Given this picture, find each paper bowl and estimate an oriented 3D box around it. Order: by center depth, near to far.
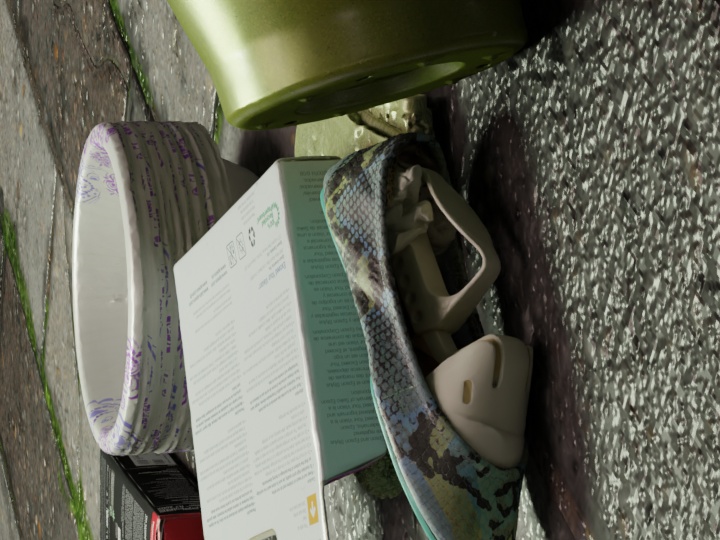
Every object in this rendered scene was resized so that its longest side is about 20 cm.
[{"bbox_3d":[-0.109,0.009,1.268,0.201,0.104,0.201,177,90,-72],"label":"paper bowl"}]

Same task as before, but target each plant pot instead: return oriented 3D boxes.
[{"bbox_3d":[-0.017,-0.165,0.868,0.200,0.200,0.193,160,94,-71],"label":"plant pot"}]

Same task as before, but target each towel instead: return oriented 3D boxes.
[{"bbox_3d":[0.000,0.000,1.043,0.148,0.036,0.200,-140,51,-65],"label":"towel"}]

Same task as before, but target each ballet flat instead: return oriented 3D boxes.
[{"bbox_3d":[0.036,0.027,0.891,0.074,0.074,0.200,119,136,-58],"label":"ballet flat"}]

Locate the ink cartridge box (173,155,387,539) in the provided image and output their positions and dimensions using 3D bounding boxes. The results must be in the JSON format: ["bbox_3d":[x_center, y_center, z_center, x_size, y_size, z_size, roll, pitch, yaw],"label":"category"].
[{"bbox_3d":[-0.042,0.066,1.053,0.196,0.043,0.200,144,119,-65],"label":"ink cartridge box"}]

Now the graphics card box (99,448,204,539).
[{"bbox_3d":[-0.143,0.204,1.485,0.200,0.051,0.126,-154,63,-69],"label":"graphics card box"}]
